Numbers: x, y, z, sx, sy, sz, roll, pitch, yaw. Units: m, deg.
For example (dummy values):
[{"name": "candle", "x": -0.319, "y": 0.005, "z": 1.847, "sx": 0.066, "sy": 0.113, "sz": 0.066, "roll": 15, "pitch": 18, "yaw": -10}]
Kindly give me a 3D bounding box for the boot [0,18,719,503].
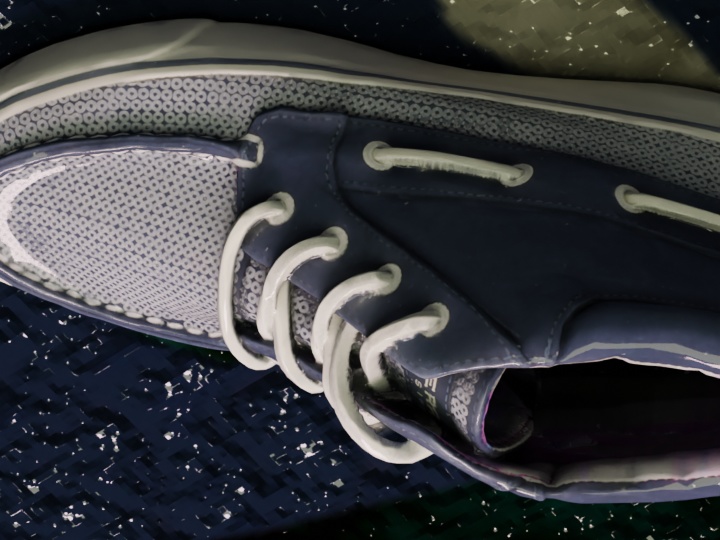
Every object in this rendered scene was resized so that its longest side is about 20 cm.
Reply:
[{"name": "boot", "x": 0.000, "y": 0.000, "z": 0.612, "sx": 0.200, "sy": 0.090, "sz": 0.073, "roll": 1, "pitch": 125, "yaw": 5}]
